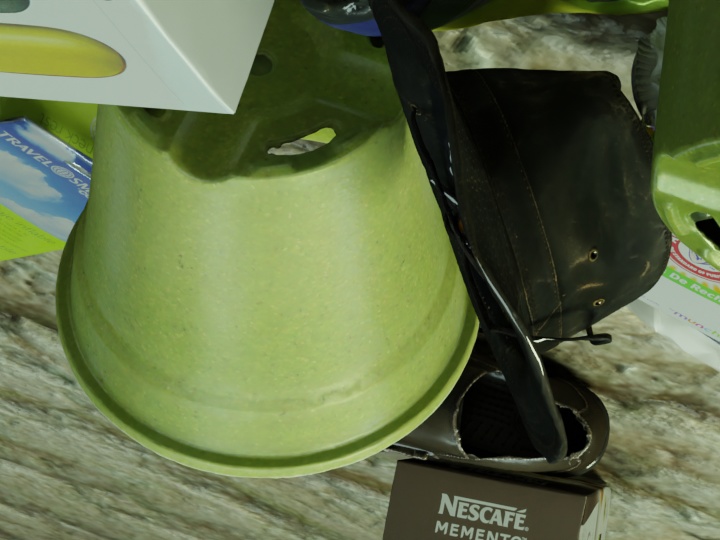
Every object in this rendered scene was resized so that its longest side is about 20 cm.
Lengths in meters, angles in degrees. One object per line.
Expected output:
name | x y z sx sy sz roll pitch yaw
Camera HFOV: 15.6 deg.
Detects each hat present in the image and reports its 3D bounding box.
hat | 0.071 -0.029 0.987 0.081 0.201 0.201 -19 154 0

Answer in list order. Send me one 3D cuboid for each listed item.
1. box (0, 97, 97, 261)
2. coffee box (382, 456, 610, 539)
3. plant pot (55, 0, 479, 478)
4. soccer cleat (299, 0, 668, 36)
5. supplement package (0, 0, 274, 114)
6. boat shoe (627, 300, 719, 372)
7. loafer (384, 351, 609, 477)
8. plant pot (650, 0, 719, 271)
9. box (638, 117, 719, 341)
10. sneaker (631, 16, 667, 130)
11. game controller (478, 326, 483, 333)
box | -0.182 -0.056 1.383 0.122 0.048 0.200 32 154 -34
coffee box | 0.083 0.158 1.562 0.114 0.080 0.200 10 179 9
plant pot | -0.043 -0.041 1.159 0.200 0.201 0.184 14 146 9
soccer cleat | 0.067 -0.127 1.026 0.200 0.065 0.084 -2 -179 32
supplement package | -0.138 -0.162 0.949 0.200 0.151 0.152 6 155 27
boat shoe | 0.201 0.009 1.220 0.200 0.093 0.075 38 -154 16
loafer | 0.045 0.070 1.472 0.200 0.073 0.071 8 176 -2
plant pot | 0.173 -0.092 0.827 0.200 0.190 0.200 15 158 6
box | 0.207 -0.016 1.066 0.200 0.113 0.101 28 158 -5
sneaker | 0.204 -0.067 0.982 0.200 0.070 0.100 -6 166 10
game controller | 0.000 0.000 1.387 0.200 0.042 0.104 13 158 13
